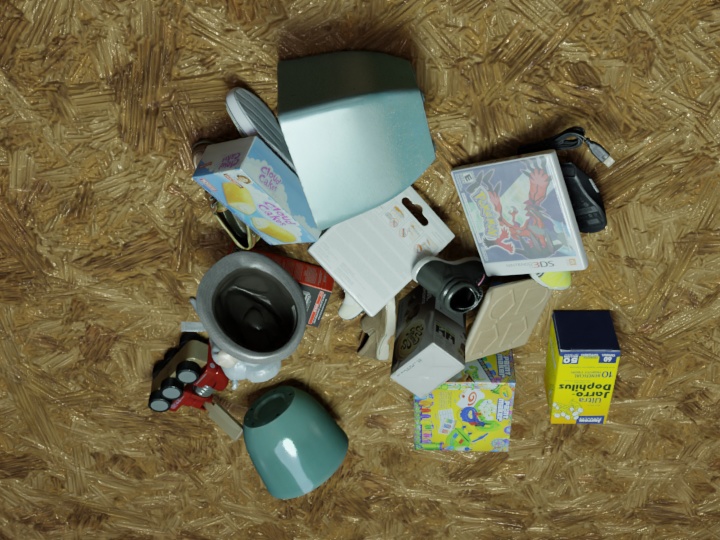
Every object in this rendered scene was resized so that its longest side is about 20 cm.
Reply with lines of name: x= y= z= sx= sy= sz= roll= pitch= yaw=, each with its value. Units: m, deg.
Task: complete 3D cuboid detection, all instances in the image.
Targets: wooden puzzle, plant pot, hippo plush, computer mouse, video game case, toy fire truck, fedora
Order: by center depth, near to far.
plant pot: x=0.001 y=-0.210 z=1.139 sx=0.199 sy=0.197 sz=0.197 roll=-14 pitch=127 yaw=5
computer mouse: x=0.353 y=-0.149 z=1.225 sx=0.200 sy=0.046 sz=0.140 roll=46 pitch=145 yaw=-19
video game case: x=0.254 y=-0.085 z=1.240 sx=0.181 sy=0.023 sz=0.201 roll=-5 pitch=116 yaw=40
fedora: x=-0.189 y=0.073 z=1.344 sx=0.200 sy=0.177 sz=0.090 roll=40 pitch=159 yaw=-2
wooden puzzle: x=0.258 y=0.077 z=1.383 sx=0.199 sy=0.046 sz=0.186 roll=-16 pitch=139 yaw=-34
hippo plush: x=-0.232 y=0.162 z=1.473 sx=0.198 sy=0.160 sz=0.162 roll=0 pitch=128 yaw=5
toy fire truck: x=-0.313 y=0.248 z=1.585 sx=0.199 sy=0.129 sz=0.176 roll=27 pitch=127 yaw=-29
plant pot: x=-0.148 y=0.338 z=1.593 sx=0.200 sy=0.201 sz=0.162 roll=-21 pitch=113 yaw=21

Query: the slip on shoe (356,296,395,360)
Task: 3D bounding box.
slip on shoe: x=0.030 y=0.097 z=1.447 sx=0.060 sy=0.076 sz=0.201 roll=3 pitch=142 yaw=-4

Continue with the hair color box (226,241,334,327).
hair color box: x=-0.156 y=0.027 z=1.420 sx=0.199 sy=0.061 sz=0.102 roll=16 pitch=129 yaw=-7

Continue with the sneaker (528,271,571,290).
sneaker: x=0.311 y=-0.045 z=1.286 sx=0.076 sy=0.075 sz=0.200 roll=0 pitch=133 yaw=48

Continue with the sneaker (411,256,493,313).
sneaker: x=0.182 y=0.030 z=1.317 sx=0.199 sy=0.099 sz=0.071 roll=3 pitch=126 yaw=-45

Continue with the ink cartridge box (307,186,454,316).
ink cartridge box: x=0.034 y=-0.047 z=1.307 sx=0.200 sy=0.047 sz=0.160 roll=-44 pitch=98 yaw=-1

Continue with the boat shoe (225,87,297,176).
boat shoe: x=-0.154 y=-0.201 z=1.230 sx=0.062 sy=0.072 sz=0.200 roll=-21 pitch=126 yaw=29

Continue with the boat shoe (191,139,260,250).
boat shoe: x=-0.221 y=-0.125 z=1.298 sx=0.072 sy=0.068 sz=0.201 roll=-18 pitch=124 yaw=20

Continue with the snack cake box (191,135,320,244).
snack cake box: x=-0.156 y=-0.123 z=1.243 sx=0.114 sy=0.068 sz=0.200 roll=-1 pitch=148 yaw=39

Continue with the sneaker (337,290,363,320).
sneaker: x=0.000 y=0.000 z=1.386 sx=0.093 sy=0.070 sz=0.200 roll=35 pitch=123 yaw=-7

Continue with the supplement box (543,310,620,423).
supplement box: x=0.416 y=0.185 z=1.464 sx=0.108 sy=0.110 sz=0.201 roll=-1 pitch=129 yaw=6

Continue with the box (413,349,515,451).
box: x=0.200 y=0.248 z=1.526 sx=0.191 sy=0.122 sz=0.201 roll=1 pitch=128 yaw=5

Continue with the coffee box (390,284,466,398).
coffee box: x=0.124 y=0.110 z=1.372 sx=0.080 sy=0.201 sz=0.113 roll=36 pitch=124 yaw=-18
